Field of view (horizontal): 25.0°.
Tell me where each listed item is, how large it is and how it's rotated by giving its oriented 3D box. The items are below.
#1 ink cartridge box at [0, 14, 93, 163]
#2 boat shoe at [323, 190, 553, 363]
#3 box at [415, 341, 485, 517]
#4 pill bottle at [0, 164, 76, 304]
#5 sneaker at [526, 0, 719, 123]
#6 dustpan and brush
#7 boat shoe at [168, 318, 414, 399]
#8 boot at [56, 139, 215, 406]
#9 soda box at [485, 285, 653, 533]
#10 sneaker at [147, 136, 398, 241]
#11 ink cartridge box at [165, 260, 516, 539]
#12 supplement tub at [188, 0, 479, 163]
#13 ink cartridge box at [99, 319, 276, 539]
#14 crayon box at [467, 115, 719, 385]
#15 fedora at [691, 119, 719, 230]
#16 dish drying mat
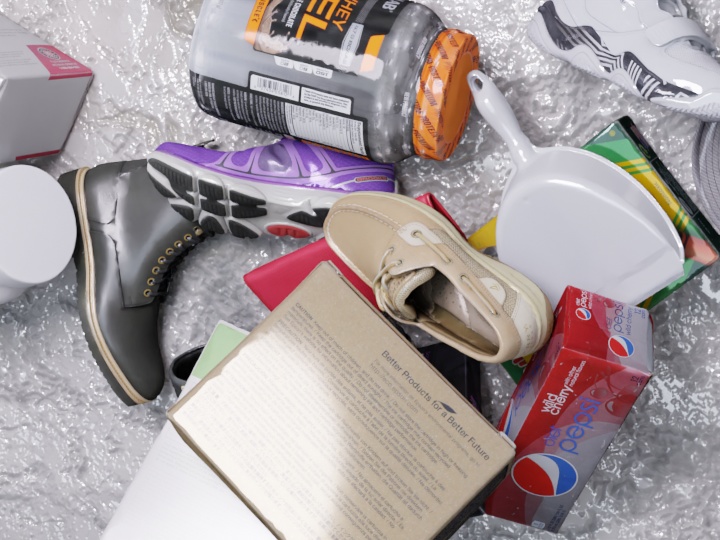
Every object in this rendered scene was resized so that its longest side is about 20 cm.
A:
[{"bbox_3d":[-0.341,-0.172,1.317,0.199,0.146,0.083,31,108,13],"label":"ink cartridge box"},{"bbox_3d":[0.043,0.002,1.154,0.199,0.064,0.072,29,123,31],"label":"boat shoe"},{"bbox_3d":[0.000,0.139,1.267,0.198,0.036,0.144,-15,52,20],"label":"box"},{"bbox_3d":[-0.331,-0.022,1.328,0.199,0.115,0.117,-10,96,40],"label":"pill bottle"},{"bbox_3d":[0.210,-0.180,1.134,0.199,0.075,0.116,33,108,40],"label":"sneaker"},{"bbox_3d":[0.132,-0.057,1.171,0.139,0.057,0.201,-35,95,34],"label":"dustpan and brush"},{"bbox_3d":[-0.057,0.075,1.280,0.200,0.074,0.063,-15,120,17],"label":"boat shoe"},{"bbox_3d":[-0.160,0.001,1.326,0.137,0.077,0.202,-15,95,16],"label":"boot"},{"bbox_3d":[0.147,0.105,1.186,0.069,0.064,0.201,17,134,-4],"label":"soda box"},{"bbox_3d":[-0.068,-0.073,1.273,0.198,0.081,0.084,9,62,0],"label":"sneaker"},{"bbox_3d":[-0.013,0.123,1.161,0.165,0.075,0.200,-42,73,-11],"label":"ink cartridge box"},{"bbox_3d":[-0.018,-0.153,1.220,0.198,0.122,0.124,16,104,15],"label":"supplement tub"},{"bbox_3d":[-0.091,0.157,1.229,0.145,0.048,0.201,22,73,20],"label":"ink cartridge box"},{"bbox_3d":[0.158,-0.005,1.223,0.200,0.051,0.127,-40,86,21],"label":"crayon box"},{"bbox_3d":[0.322,-0.085,1.128,0.177,0.090,0.200,47,111,6],"label":"fedora"},{"bbox_3d":[0.000,0.000,1.256,0.199,0.018,0.077,-22,119,40],"label":"dish drying mat"}]
